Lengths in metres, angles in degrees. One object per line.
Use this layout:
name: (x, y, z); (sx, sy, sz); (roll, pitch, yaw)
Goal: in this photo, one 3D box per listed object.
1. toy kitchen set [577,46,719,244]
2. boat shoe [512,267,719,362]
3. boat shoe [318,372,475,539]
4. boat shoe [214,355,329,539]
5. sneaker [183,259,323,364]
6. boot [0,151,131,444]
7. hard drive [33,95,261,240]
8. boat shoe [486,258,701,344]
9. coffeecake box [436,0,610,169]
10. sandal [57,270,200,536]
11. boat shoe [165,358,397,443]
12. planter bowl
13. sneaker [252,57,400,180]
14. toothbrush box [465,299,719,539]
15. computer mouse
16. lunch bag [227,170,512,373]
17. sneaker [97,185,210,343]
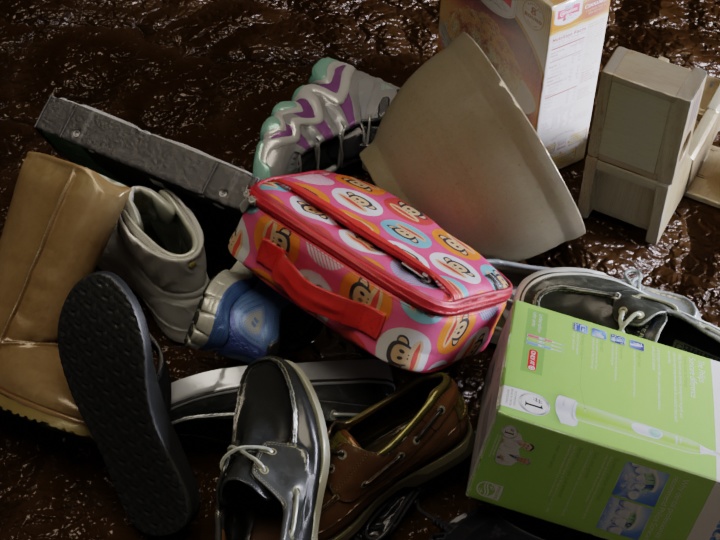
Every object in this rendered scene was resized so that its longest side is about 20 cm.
toy kitchen set: (0.315, -0.142, 1.326); (0.163, 0.181, 0.200); (22, 53, 17)
boat shoe: (0.218, 0.047, 1.170); (0.200, 0.071, 0.064); (18, 2, 3)
boat shoe: (-0.010, 0.141, 1.093); (0.200, 0.068, 0.072); (-33, 38, -18)
boat shoe: (-0.066, 0.145, 1.036); (0.072, 0.068, 0.200); (-15, 56, 24)
sneaker: (-0.070, 0.028, 1.206); (0.089, 0.079, 0.200); (28, 27, 3)
boot: (-0.226, 0.021, 1.158); (0.175, 0.066, 0.200); (19, 81, 17)
hard drive: (-0.165, -0.079, 1.271); (0.200, 0.140, 0.038); (21, 78, 14)
boat shoe: (0.184, 0.030, 1.232); (0.202, 0.065, 0.075); (9, 46, 6)
coffeecake box: (0.144, -0.208, 1.374); (0.073, 0.200, 0.154); (-25, 51, -24)
sandal: (-0.167, 0.095, 1.092); (0.075, 0.201, 0.048); (-11, 11, 22)
boat shoe: (-0.068, 0.115, 1.138); (0.199, 0.074, 0.068); (-3, 64, -18)
planter bowl: (0.083, -0.084, 1.273); (0.135, 0.200, 0.200); (-31, 49, 3)
sneaker: (-0.007, -0.120, 1.367); (0.140, 0.078, 0.200); (17, 47, 15)
toothbrush box: (0.189, 0.119, 1.089); (0.200, 0.086, 0.146); (16, 33, 1)
computer mouse: (0.105, 0.194, 1.084); (0.200, 0.046, 0.140); (23, 52, 35)
lunch bag: (0.000, 0.000, 1.136); (0.200, 0.082, 0.176); (33, 22, 23)
sneaker: (-0.185, -0.040, 1.256); (0.074, 0.116, 0.200); (-30, 51, -26)
